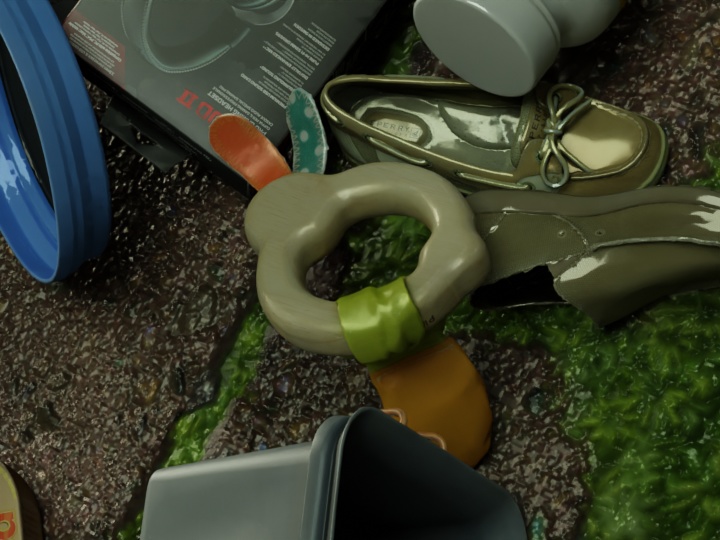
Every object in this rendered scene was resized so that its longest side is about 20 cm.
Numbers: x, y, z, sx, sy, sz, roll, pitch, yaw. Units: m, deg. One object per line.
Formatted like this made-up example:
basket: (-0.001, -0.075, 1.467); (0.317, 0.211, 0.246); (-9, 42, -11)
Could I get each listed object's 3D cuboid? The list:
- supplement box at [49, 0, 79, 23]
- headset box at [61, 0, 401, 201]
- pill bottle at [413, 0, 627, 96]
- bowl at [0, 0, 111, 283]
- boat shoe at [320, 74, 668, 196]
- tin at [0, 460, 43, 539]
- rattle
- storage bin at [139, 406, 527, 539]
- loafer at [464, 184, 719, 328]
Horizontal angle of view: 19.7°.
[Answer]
supplement box: (-0.216, -0.257, 1.360); (0.101, 0.103, 0.201); (-22, 63, 13)
headset box: (-0.077, -0.152, 1.243); (0.149, 0.077, 0.200); (37, 83, 2)
pill bottle: (0.117, -0.198, 1.175); (0.111, 0.111, 0.200); (24, 67, 28)
bowl: (-0.203, -0.094, 1.241); (0.039, 0.201, 0.201); (-20, 58, -21)
boat shoe: (0.075, -0.079, 1.188); (0.200, 0.063, 0.073); (11, 72, 23)
tin: (-0.235, 0.199, 1.212); (0.112, 0.042, 0.201); (-19, 63, 18)
rattle: (0.000, 0.000, 1.168); (0.130, 0.143, 0.200); (-53, 45, -3)
storage bin: (-0.018, 0.148, 1.064); (0.134, 0.200, 0.146); (-6, 66, 29)
loafer: (0.142, -0.003, 1.129); (0.199, 0.076, 0.068); (1, 69, 33)
